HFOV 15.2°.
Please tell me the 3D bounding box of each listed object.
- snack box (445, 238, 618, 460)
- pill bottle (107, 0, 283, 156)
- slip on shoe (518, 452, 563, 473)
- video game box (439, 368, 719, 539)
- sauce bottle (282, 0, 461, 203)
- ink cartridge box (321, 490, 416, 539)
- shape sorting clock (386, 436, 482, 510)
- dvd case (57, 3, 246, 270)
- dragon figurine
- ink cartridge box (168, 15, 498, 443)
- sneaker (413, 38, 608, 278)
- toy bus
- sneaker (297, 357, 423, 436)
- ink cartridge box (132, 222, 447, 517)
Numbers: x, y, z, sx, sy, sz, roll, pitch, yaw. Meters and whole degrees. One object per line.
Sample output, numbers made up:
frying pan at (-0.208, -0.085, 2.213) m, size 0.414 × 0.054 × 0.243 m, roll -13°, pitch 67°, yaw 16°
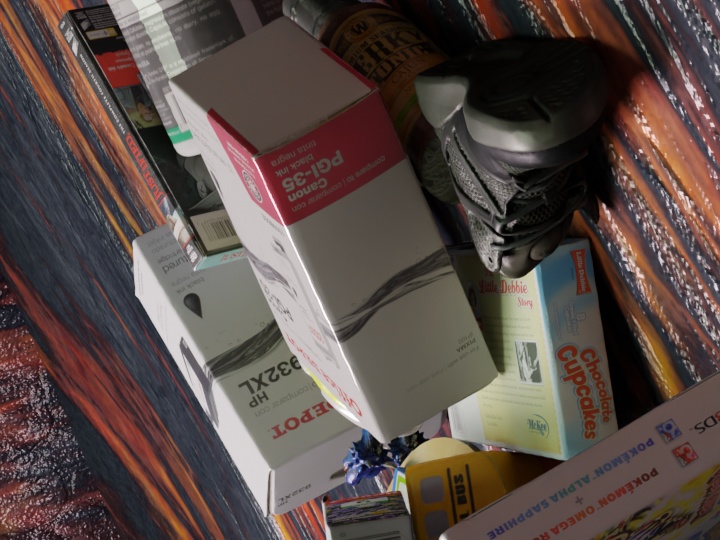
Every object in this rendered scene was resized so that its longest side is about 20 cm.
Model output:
snack box at (0.089, 0.042, 1.536) m, size 0.200 × 0.037 × 0.117 m, roll -178°, pitch 79°, yaw -74°
pill bottle at (-0.107, -0.185, 1.740) m, size 0.201 × 0.113 × 0.113 m, roll 66°, pitch 165°, yaw -7°
slip on shoe at (0.147, 0.184, 1.577) m, size 0.201 × 0.061 × 0.074 m, roll 61°, pitch 164°, yaw 6°
video game box at (0.118, 0.139, 1.361) m, size 0.047 × 0.182 × 0.200 m, roll 53°, pitch 163°, yaw 20°
sauce bottle at (0.015, -0.110, 1.533) m, size 0.200 × 0.064 × 0.065 m, roll 46°, pitch 157°, yaw 47°
ink cartridge box at (0.010, 0.184, 1.534) m, size 0.200 × 0.050 × 0.110 m, roll -136°, pitch 37°, yaw -89°
shape sorting clock at (0.053, 0.203, 1.648) m, size 0.200 × 0.039 × 0.202 m, roll -175°, pitch 90°, yaw -68°
dvd case at (-0.101, -0.101, 1.819) m, size 0.201 × 0.145 × 0.022 m, roll 58°, pitch 136°, yaw 17°
dragon figurine at (0.029, 0.047, 1.731) m, size 0.100 × 0.059 × 0.201 m, roll 54°, pitch 134°, yaw 37°
ink cartridge box at (-0.014, -0.023, 1.511) m, size 0.146 × 0.082 × 0.201 m, roll 42°, pitch 158°, yaw 58°
sneaker at (0.090, -0.053, 1.352) m, size 0.115 × 0.076 × 0.199 m, roll 65°, pitch 169°, yaw -11°
toy bus at (0.083, 0.204, 1.523) m, size 0.065 × 0.078 × 0.201 m, roll 11°, pitch -112°, yaw -61°
sneaker at (0.000, 0.000, 1.653) m, size 0.105 × 0.075 × 0.201 m, roll -55°, pitch 51°, yaw 39°
ink cartridge box at (-0.048, 0.044, 1.855) m, size 0.201 × 0.144 × 0.084 m, roll 58°, pitch 164°, yaw 23°
